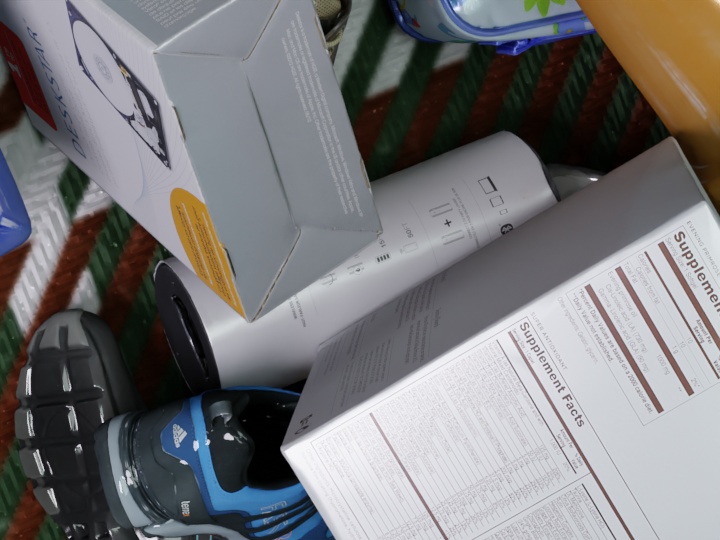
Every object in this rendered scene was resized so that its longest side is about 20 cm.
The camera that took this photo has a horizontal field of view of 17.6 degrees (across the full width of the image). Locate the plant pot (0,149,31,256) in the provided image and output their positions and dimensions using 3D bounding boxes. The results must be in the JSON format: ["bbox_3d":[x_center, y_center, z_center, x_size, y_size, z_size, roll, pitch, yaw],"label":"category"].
[{"bbox_3d":[-0.265,-0.057,0.991,0.199,0.180,0.201,-28,105,-19],"label":"plant pot"}]

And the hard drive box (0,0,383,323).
[{"bbox_3d":[-0.090,-0.096,1.025,0.077,0.200,0.156,-33,134,-17],"label":"hard drive box"}]

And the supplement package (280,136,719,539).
[{"bbox_3d":[0.093,0.065,1.018,0.199,0.191,0.148,-30,98,9],"label":"supplement package"}]

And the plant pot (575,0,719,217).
[{"bbox_3d":[0.192,-0.138,1.103,0.183,0.200,0.200,41,78,-8],"label":"plant pot"}]

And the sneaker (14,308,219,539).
[{"bbox_3d":[-0.109,0.112,1.138,0.079,0.075,0.201,-21,100,-44],"label":"sneaker"}]

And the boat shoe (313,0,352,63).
[{"bbox_3d":[-0.045,-0.126,1.136,0.074,0.073,0.201,3,93,-23],"label":"boat shoe"}]

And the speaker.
[{"bbox_3d":[0.000,0.000,1.158,0.199,0.081,0.082,-22,102,-19],"label":"speaker"}]

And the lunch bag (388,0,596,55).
[{"bbox_3d":[0.102,-0.198,1.188,0.199,0.082,0.162,-13,98,-22],"label":"lunch bag"}]

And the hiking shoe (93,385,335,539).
[{"bbox_3d":[-0.035,0.097,1.107,0.200,0.086,0.075,10,63,-57],"label":"hiking shoe"}]

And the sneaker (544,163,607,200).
[{"bbox_3d":[0.162,0.016,1.236,0.200,0.074,0.087,38,85,-19],"label":"sneaker"}]
